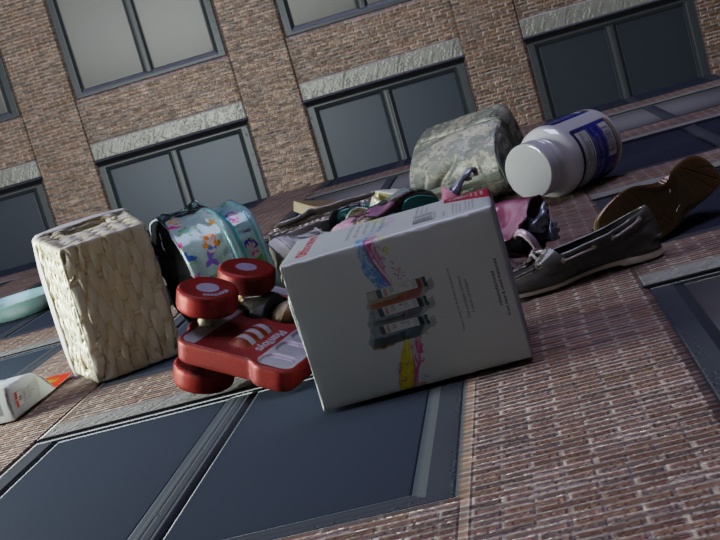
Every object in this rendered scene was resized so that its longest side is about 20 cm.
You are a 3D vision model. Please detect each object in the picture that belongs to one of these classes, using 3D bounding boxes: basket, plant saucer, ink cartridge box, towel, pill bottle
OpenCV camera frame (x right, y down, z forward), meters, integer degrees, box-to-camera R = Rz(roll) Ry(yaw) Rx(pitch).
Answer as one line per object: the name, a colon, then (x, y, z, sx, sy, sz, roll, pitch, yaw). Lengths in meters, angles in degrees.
basket: (-0.324, 0.034, 1.622, 0.135, 0.200, 0.123, -20, 16, -24)
plant saucer: (-0.693, 0.072, 2.546, 0.201, 0.039, 0.201, -16, 9, 3)
ink cartridge box: (-0.476, 0.157, 1.595, 0.162, 0.050, 0.200, -14, 12, 11)
towel: (-0.042, -0.044, 1.856, 0.200, 0.133, 0.035, -18, 52, -17)
ink cartridge box: (0.044, 0.023, 1.167, 0.200, 0.145, 0.145, -15, 9, 8)
pill bottle: (0.328, -0.186, 2.045, 0.120, 0.120, 0.200, -7, 12, 45)

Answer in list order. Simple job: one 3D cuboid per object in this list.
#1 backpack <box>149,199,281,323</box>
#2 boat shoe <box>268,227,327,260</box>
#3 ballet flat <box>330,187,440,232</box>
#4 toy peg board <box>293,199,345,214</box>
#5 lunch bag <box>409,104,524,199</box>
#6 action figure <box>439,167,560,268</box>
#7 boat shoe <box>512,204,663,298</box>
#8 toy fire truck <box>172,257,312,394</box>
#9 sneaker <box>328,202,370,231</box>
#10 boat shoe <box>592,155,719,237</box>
backpack: (-0.195, -0.003, 1.676, 0.150, 0.178, 0.200, -23, 14, -10)
boat shoe: (-0.065, -0.026, 1.747, 0.069, 0.072, 0.200, -50, -23, 4)
ballet flat: (0.029, -0.070, 1.611, 0.071, 0.069, 0.200, 22, 29, 27)
toy peg board: (0.004, -0.063, 2.039, 0.199, 0.098, 0.200, -2, 6, -12)
lunch bag: (0.190, -0.187, 2.255, 0.200, 0.140, 0.168, -15, 25, 26)
action figure: (0.140, -0.037, 1.541, 0.200, 0.134, 0.149, -3, 40, 19)
boat shoe: (0.235, -0.020, 1.380, 0.200, 0.057, 0.067, -17, 9, -6)
toy fire truck: (-0.100, 0.069, 1.347, 0.168, 0.112, 0.200, 14, 22, 22)
sneaker: (0.051, -0.052, 1.815, 0.200, 0.075, 0.088, 8, -4, -5)
boat shoe: (0.348, -0.069, 1.505, 0.200, 0.072, 0.072, -33, -14, -29)
